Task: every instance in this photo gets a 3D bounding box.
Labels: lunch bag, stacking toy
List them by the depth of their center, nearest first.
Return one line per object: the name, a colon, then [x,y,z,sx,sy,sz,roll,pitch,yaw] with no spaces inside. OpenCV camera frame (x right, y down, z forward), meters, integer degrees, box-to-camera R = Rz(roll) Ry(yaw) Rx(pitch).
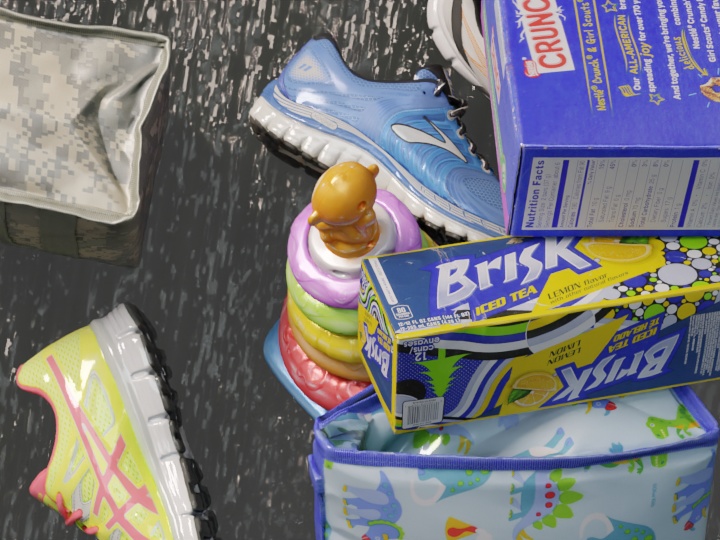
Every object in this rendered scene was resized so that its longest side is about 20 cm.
stacking toy: [0.000,0.000,1.220,0.116,0.200,0.110,-38,63,-11]
lunch bag: [0.073,0.128,1.229,0.200,0.128,0.170,-11,128,-12]
lunch bag: [-0.205,-0.075,1.235,0.200,0.164,0.118,12,79,-4]

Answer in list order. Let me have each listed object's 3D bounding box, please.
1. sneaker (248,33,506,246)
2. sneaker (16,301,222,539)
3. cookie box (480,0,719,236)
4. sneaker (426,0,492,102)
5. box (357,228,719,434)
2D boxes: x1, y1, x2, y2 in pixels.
sneaker: [0.042,-0.067,1.304,0.200,0.079,0.089,30,84,-2]
sneaker: [-0.131,0.124,1.274,0.090,0.078,0.200,-18,80,1]
cookie box: [0.167,-0.101,1.201,0.200,0.075,0.171,0,49,-4]
sneaker: [0.114,-0.093,1.314,0.074,0.080,0.200,-43,91,-11]
box: [0.102,0.023,1.173,0.200,0.070,0.064,-8,128,-13]
